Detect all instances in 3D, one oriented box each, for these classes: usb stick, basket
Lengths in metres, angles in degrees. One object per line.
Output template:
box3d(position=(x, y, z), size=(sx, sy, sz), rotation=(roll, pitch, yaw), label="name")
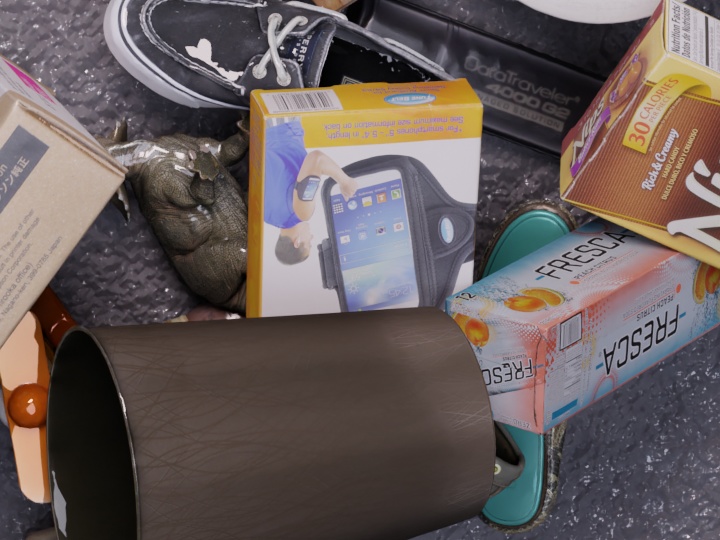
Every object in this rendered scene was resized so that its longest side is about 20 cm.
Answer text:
box3d(position=(0.079, -0.105, 1.651), size=(0.199, 0.033, 0.056), rotation=(19, 92, -20), label="usb stick")
box3d(position=(-0.044, 0.091, 1.464), size=(0.199, 0.136, 0.181), rotation=(-10, 136, -22), label="basket")

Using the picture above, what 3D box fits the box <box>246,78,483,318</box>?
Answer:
box3d(position=(0.000, 0.000, 1.535), size=(0.118, 0.042, 0.201), rotation=(-4, 114, -13), label="box")

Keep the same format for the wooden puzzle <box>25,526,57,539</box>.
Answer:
box3d(position=(-0.070, 0.198, 1.635), size=(0.199, 0.037, 0.186), rotation=(-20, 113, 22), label="wooden puzzle")

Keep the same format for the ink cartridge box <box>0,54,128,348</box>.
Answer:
box3d(position=(-0.215, -0.027, 1.492), size=(0.075, 0.200, 0.165), rotation=(35, 92, -23), label="ink cartridge box")

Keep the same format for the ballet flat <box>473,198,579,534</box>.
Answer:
box3d(position=(0.097, 0.051, 1.680), size=(0.067, 0.075, 0.201), rotation=(7, 104, 12), label="ballet flat")

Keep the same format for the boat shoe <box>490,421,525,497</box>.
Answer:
box3d(position=(0.020, 0.045, 1.631), size=(0.060, 0.072, 0.202), rotation=(-30, 95, 23), label="boat shoe")

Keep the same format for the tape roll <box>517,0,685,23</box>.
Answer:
box3d(position=(0.114, -0.244, 1.566), size=(0.201, 0.139, 0.204), rotation=(-5, 106, -17), label="tape roll")

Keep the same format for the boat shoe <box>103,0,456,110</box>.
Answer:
box3d(position=(-0.036, -0.110, 1.533), size=(0.199, 0.068, 0.072), rotation=(21, 77, -15), label="boat shoe")

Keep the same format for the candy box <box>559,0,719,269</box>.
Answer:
box3d(position=(0.221, -0.055, 1.565), size=(0.199, 0.057, 0.117), rotation=(23, 129, -13), label="candy box")

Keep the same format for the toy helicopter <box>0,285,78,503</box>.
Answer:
box3d(position=(-0.156, 0.092, 1.548), size=(0.079, 0.132, 0.200), rotation=(-35, 80, -5), label="toy helicopter")

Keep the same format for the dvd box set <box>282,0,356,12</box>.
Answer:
box3d(position=(-0.078, -0.214, 1.551), size=(0.146, 0.029, 0.200), rotation=(-30, 113, 13), label="dvd box set")

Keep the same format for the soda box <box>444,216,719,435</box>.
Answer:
box3d(position=(0.126, 0.022, 1.578), size=(0.200, 0.068, 0.064), rotation=(-25, 124, -49), label="soda box")

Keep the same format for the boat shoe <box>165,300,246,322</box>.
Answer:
box3d(position=(-0.039, 0.099, 1.653), size=(0.072, 0.072, 0.201), rotation=(-32, 105, -5), label="boat shoe")

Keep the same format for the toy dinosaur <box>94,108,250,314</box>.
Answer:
box3d(position=(-0.080, -0.027, 1.588), size=(0.200, 0.102, 0.077), rotation=(44, 50, -18), label="toy dinosaur")
